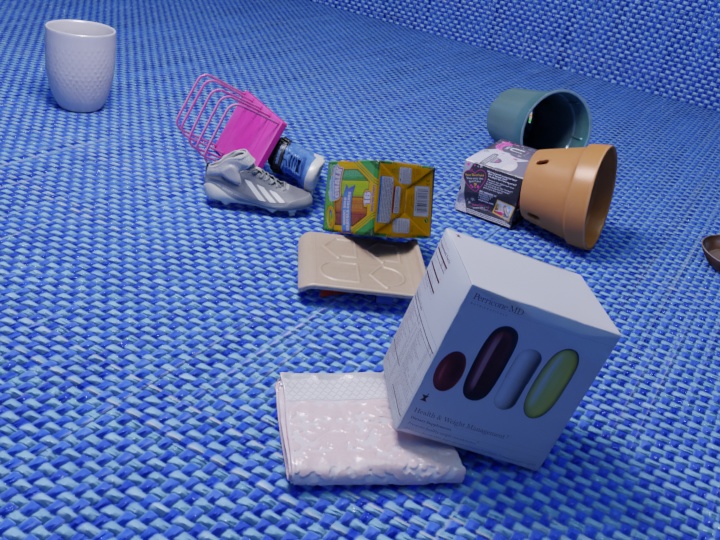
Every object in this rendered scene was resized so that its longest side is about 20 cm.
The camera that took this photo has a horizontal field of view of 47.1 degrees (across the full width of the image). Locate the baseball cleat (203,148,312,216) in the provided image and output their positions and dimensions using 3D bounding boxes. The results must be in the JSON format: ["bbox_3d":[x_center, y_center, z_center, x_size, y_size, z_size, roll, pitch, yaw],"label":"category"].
[{"bbox_3d":[-0.180,-0.160,1.489,0.199,0.107,0.070,3,29,-12],"label":"baseball cleat"}]

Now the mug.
[{"bbox_3d":[-0.616,-0.458,1.841,0.147,0.176,0.200,8,26,-5],"label":"mug"}]

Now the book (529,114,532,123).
[{"bbox_3d":[0.492,-0.384,2.234,0.199,0.048,0.134,-7,35,-33],"label":"book"}]

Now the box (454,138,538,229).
[{"bbox_3d":[0.297,-0.183,1.690,0.132,0.115,0.200,23,29,23],"label":"box"}]

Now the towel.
[{"bbox_3d":[0.004,0.181,0.973,0.199,0.032,0.191,2,28,-13],"label":"towel"}]

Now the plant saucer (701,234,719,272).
[{"bbox_3d":[0.762,-0.013,1.610,0.200,0.035,0.200,8,28,-4],"label":"plant saucer"}]

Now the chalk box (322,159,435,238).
[{"bbox_3d":[0.016,-0.122,1.417,0.124,0.125,0.200,2,3,-35],"label":"chalk box"}]

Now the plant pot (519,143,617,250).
[{"bbox_3d":[0.395,-0.152,1.583,0.140,0.201,0.200,16,27,27],"label":"plant pot"}]

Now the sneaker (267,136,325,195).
[{"bbox_3d":[-0.130,-0.205,1.594,0.111,0.077,0.200,20,15,-7],"label":"sneaker"}]

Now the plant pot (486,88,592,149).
[{"bbox_3d":[0.417,-0.352,1.993,0.200,0.201,0.196,-3,22,-24],"label":"plant pot"}]

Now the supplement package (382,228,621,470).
[{"bbox_3d":[0.155,0.093,0.968,0.191,0.200,0.147,18,24,-14],"label":"supplement package"}]

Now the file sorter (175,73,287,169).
[{"bbox_3d":[-0.264,-0.284,1.623,0.125,0.139,0.200,22,15,-39],"label":"file sorter"}]

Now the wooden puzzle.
[{"bbox_3d":[0.000,0.000,1.315,0.199,0.046,0.185,2,27,-5],"label":"wooden puzzle"}]
